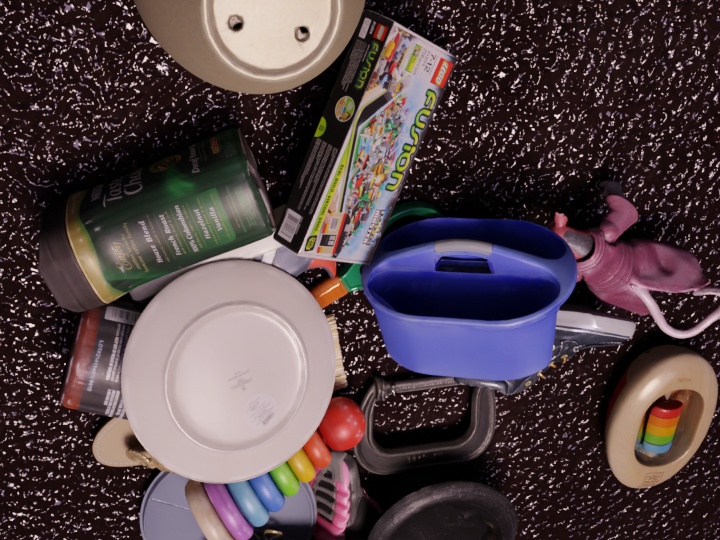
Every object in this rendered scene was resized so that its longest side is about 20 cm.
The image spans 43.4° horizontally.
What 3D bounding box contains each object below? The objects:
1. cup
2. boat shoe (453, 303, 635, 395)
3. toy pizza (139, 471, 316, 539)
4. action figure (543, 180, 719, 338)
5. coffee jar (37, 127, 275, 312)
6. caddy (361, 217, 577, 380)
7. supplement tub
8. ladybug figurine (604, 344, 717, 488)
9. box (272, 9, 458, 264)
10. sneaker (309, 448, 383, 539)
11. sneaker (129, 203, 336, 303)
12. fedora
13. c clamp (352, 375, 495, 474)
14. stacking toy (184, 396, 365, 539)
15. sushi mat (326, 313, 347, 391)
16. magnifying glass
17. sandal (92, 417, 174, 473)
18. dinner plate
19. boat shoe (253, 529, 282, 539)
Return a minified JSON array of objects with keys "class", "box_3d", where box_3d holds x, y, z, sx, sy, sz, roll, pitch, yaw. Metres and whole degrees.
[{"class":"cup","box_3d":[-0.075,-0.214,0.674,0.195,0.144,0.204,-7,123,-11]},{"class":"boat shoe","box_3d":[0.192,0.083,0.962,0.195,0.071,0.093,5,96,-8]},{"class":"toy pizza","box_3d":[-0.147,0.272,1.013,0.195,0.032,0.204,-3,117,-6]},{"class":"action figure","box_3d":[0.245,0.001,0.905,0.198,0.150,0.134,19,122,-40]},{"class":"coffee jar","box_3d":[-0.176,-0.043,0.773,0.196,0.105,0.087,-23,122,-2]},{"class":"caddy","box_3d":[0.099,0.015,0.827,0.195,0.143,0.107,2,131,18]},{"class":"supplement tub","box_3d":[-0.174,0.093,0.849,0.196,0.108,0.109,15,116,-18]},{"class":"ladybug figurine","box_3d":[0.348,0.170,1.074,0.132,0.072,0.204,-1,120,-16]},{"class":"box","box_3d":[0.006,-0.107,0.776,0.109,0.034,0.203,5,112,-55]},{"class":"sneaker","box_3d":[-0.010,0.282,1.052,0.094,0.078,0.204,-23,125,-35]},{"class":"sneaker","box_3d":[-0.111,0.007,0.836,0.196,0.075,0.086,-19,115,-4]},{"class":"fedora","box_3d":[0.085,0.290,1.059,0.196,0.092,0.204,-10,126,-14]},{"class":"c clamp","box_3d":[0.082,0.144,1.007,0.195,0.027,0.175,-11,114,-13]},{"class":"stacking toy","box_3d":[-0.079,0.203,0.933,0.198,0.085,0.086,-32,125,-8]},{"class":"sushi mat","box_3d":[-0.113,0.112,0.942,0.196,0.012,0.097,-16,124,-6]},{"class":"magnifying glass","box_3d":[0.000,0.000,0.903,0.198,0.023,0.080,-32,124,2]},{"class":"sandal","box_3d":[-0.169,0.171,0.911,0.207,0.070,0.079,-14,124,-8]},{"class":"dinner plate","box_3d":[-0.111,0.093,0.801,0.196,0.024,0.205,-5,102,-21]},{"class":"boat shoe","box_3d":[-0.071,0.328,0.993,0.195,0.064,0.074,14,145,6]}]
